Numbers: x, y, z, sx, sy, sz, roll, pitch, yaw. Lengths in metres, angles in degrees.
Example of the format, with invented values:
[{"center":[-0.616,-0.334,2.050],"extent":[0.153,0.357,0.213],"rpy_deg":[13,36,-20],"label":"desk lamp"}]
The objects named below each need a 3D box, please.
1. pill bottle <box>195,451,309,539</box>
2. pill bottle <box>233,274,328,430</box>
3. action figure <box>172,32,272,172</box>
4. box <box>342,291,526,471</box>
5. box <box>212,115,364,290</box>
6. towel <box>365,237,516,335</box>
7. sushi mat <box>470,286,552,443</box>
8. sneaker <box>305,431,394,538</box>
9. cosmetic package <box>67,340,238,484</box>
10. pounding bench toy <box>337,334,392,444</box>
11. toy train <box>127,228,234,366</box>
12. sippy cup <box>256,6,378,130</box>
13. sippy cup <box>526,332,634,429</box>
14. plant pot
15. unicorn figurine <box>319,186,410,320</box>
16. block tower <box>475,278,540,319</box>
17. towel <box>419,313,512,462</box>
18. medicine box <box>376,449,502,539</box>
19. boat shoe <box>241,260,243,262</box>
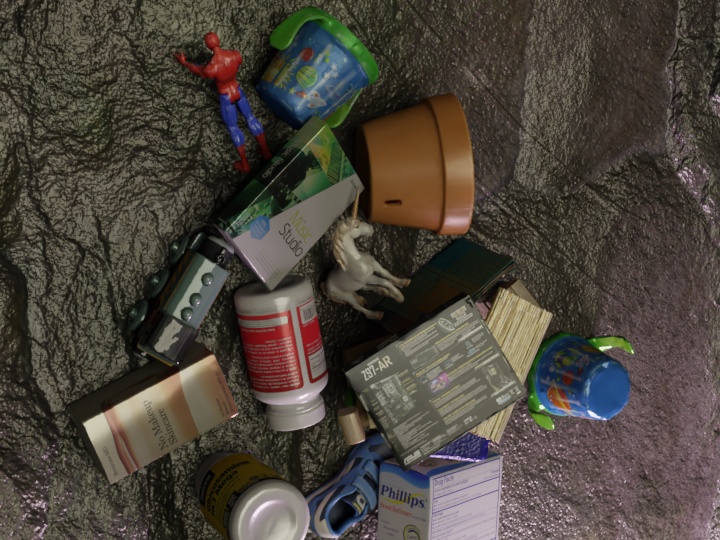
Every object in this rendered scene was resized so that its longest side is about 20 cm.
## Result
[{"center":[-0.157,0.317,1.644],"extent":[0.111,0.200,0.114],"rpy_deg":[-4,100,-26],"label":"pill bottle"},{"center":[-0.107,0.116,1.687],"extent":[0.111,0.112,0.202],"rpy_deg":[-16,105,-23],"label":"pill bottle"},{"center":[-0.187,-0.240,1.627],"extent":[0.065,0.099,0.201],"rpy_deg":[-33,133,-21],"label":"action figure"},{"center":[0.099,0.149,1.611],"extent":[0.199,0.044,0.161],"rpy_deg":[-33,97,-2],"label":"box"},{"center":[-0.092,-0.088,1.603],"extent":[0.200,0.036,0.145],"rpy_deg":[-49,141,-12],"label":"box"},{"center":[0.118,0.032,1.769],"extent":[0.200,0.146,0.022],"rpy_deg":[-40,122,-14],"label":"towel"},{"center":[0.192,0.133,1.663],"extent":[0.095,0.012,0.202],"rpy_deg":[24,88,-22],"label":"sushi mat"},{"center":[-0.001,0.325,1.790],"extent":[0.200,0.082,0.074],"rpy_deg":[-46,113,-15],"label":"sneaker"},{"center":[-0.280,0.190,1.626],"extent":[0.199,0.087,0.104],"rpy_deg":[-29,110,-20],"label":"cosmetic package"},{"center":[0.029,0.178,1.740],"extent":[0.198,0.156,0.126],"rpy_deg":[-16,105,-24],"label":"pounding bench toy"},{"center":[-0.238,0.036,1.608],"extent":[0.085,0.114,0.201],"rpy_deg":[35,82,-27],"label":"toy train"},{"center":[-0.067,-0.264,1.627],"extent":[0.178,0.139,0.131],"rpy_deg":[45,80,-22],"label":"sippy cup"},{"center":[0.359,0.178,1.919],"extent":[0.139,0.130,0.179],"rpy_deg":[19,89,-28],"label":"sippy cup"},{"center":[0.071,-0.146,1.702],"extent":[0.139,0.200,0.202],"rpy_deg":[-6,101,-9],"label":"plant pot"},{"center":[0.000,0.000,1.691],"extent":[0.137,0.200,0.074],"rpy_deg":[30,42,-11],"label":"unicorn figurine"},{"center":[0.192,0.053,1.783],"extent":[0.054,0.200,0.058],"rpy_deg":[-39,97,-15],"label":"block tower"},{"center":[0.128,0.162,1.676],"extent":[0.146,0.049,0.202],"rpy_deg":[10,94,-21],"label":"towel"},{"center":[0.120,0.379,1.815],"extent":[0.181,0.102,0.202],"rpy_deg":[-6,100,-48],"label":"medicine box"},{"center":[-0.086,-0.073,1.691],"extent":[0.071,0.072,0.201],"rpy_deg":[43,78,-24],"label":"boat shoe"}]
